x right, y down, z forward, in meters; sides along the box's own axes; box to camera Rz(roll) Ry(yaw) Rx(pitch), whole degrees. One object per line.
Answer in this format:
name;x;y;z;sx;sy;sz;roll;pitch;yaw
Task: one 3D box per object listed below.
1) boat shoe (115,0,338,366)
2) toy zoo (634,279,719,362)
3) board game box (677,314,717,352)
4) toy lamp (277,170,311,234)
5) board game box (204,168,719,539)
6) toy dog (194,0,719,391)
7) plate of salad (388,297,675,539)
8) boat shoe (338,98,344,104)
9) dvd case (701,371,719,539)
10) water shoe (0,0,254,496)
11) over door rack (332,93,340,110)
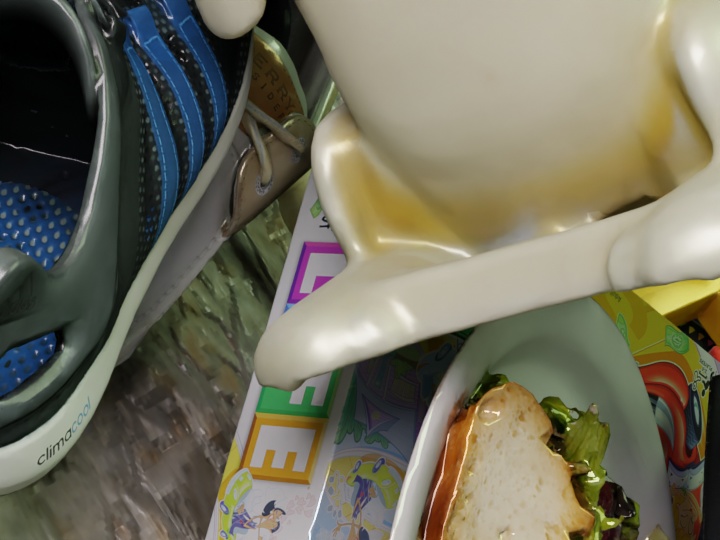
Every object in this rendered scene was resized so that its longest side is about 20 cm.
boat shoe;-0.049;-0.044;0.655;0.075;0.068;0.200;56;31;-27
toy zoo;0.115;0.075;0.864;0.131;0.020;0.200;-20;67;-34
board game box;0.160;0.020;1.000;0.200;0.047;0.151;37;25;19
toy lamp;0.000;0.000;0.778;0.200;0.058;0.058;56;18;-4
board game box;0.041;0.061;0.695;0.200;0.034;0.135;35;65;-48
toy dog;0.039;-0.098;0.573;0.194;0.139;0.201;-24;98;-48
plate of salad;0.055;0.103;0.628;0.200;0.048;0.201;1;89;-64
boat shoe;0.049;-0.061;0.991;0.072;0.067;0.200;63;17;19
dvd case;0.111;0.149;0.704;0.143;0.017;0.201;-69;154;-65
water shoe;-0.063;-0.043;0.558;0.079;0.071;0.201;100;1;-50
over door rack;-0.049;-0.138;0.871;0.148;0.066;0.200;48;20;-22
